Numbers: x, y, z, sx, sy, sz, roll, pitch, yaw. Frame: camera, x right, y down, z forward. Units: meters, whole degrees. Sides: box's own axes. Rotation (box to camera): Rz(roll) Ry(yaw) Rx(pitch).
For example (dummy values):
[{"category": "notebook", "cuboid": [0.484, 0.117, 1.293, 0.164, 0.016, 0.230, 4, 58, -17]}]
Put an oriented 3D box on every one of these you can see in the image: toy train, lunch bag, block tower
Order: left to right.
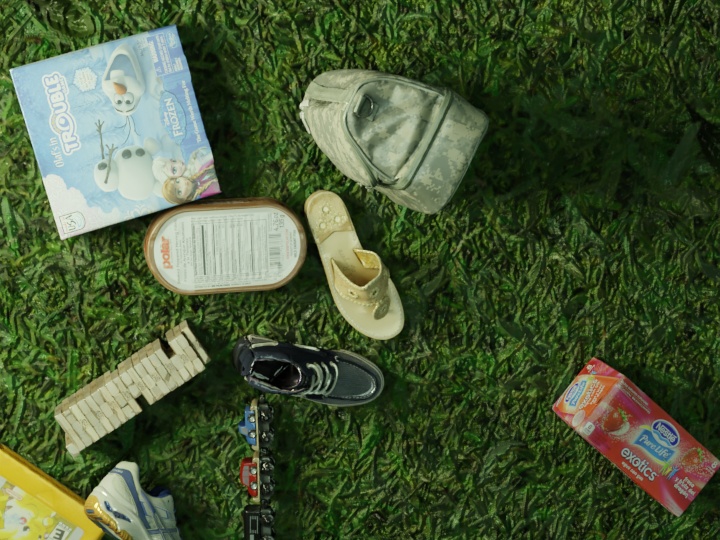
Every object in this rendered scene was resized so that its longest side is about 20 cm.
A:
[{"category": "block tower", "cuboid": [-0.278, 0.140, 1.532, 0.199, 0.054, 0.058, -35, 105, -5]}, {"category": "toy train", "cuboid": [-0.130, 0.255, 1.600, 0.045, 0.034, 0.203, 0, 102, 0]}, {"category": "lunch bag", "cuboid": [0.027, -0.165, 1.472, 0.166, 0.200, 0.141, 30, 90, -20]}]

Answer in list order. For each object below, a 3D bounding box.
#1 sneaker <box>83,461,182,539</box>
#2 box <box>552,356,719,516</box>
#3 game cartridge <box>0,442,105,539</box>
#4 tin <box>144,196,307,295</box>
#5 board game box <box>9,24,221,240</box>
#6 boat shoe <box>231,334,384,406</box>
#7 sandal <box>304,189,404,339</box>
[{"category": "sneaker", "cuboid": [-0.246, 0.317, 1.563, 0.201, 0.075, 0.089, 53, 57, -31]}, {"category": "box", "cuboid": [0.362, 0.217, 1.670, 0.199, 0.100, 0.096, 40, 90, -16]}, {"category": "game cartridge", "cuboid": [-0.430, 0.337, 1.545, 0.176, 0.032, 0.201, 37, 89, -17]}, {"category": "tin", "cuboid": [-0.161, -0.030, 1.536, 0.197, 0.042, 0.114, -4, 97, -12]}, {"category": "board game box", "cuboid": [-0.281, -0.161, 1.477, 0.196, 0.043, 0.203, -17, 102, -9]}, {"category": "boat shoe", "cuboid": [-0.058, 0.133, 1.560, 0.197, 0.093, 0.076, 11, 98, -15]}, {"category": "sandal", "cuboid": [-0.005, 0.003, 1.560, 0.077, 0.070, 0.214, -29, 106, -6]}]
